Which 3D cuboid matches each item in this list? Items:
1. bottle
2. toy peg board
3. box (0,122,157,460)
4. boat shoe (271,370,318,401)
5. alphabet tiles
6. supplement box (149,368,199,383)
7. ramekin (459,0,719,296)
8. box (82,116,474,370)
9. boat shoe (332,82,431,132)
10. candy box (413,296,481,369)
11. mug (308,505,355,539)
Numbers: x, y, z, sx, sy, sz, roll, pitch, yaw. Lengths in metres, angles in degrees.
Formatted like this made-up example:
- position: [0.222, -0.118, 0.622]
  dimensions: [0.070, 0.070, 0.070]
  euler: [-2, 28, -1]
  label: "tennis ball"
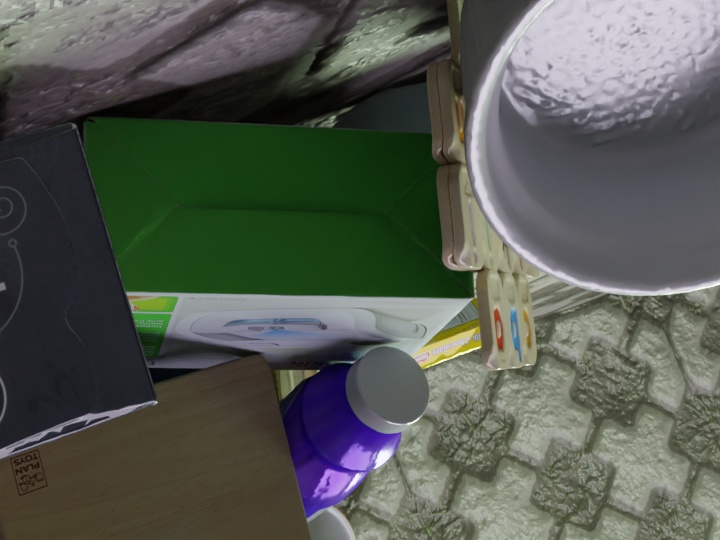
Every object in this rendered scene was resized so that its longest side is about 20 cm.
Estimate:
- position: [-0.028, 0.105, 0.912]
  dimensions: [0.200, 0.065, 0.084]
  euler: [-42, -167, 51]
  label: "bottle"
- position: [-0.127, 0.168, 0.815]
  dimensions: [0.098, 0.200, 0.200]
  euler: [-14, 180, 40]
  label: "toy peg board"
- position: [-0.176, 0.016, 0.675]
  dimensions: [0.106, 0.123, 0.200]
  euler: [-18, -176, -21]
  label: "box"
- position: [-0.043, 0.061, 1.127]
  dimensions: [0.063, 0.202, 0.073]
  euler: [-17, -155, -12]
  label: "boat shoe"
- position: [0.066, -0.047, 0.792]
  dimensions: [0.015, 0.197, 0.200]
  euler: [-7, 176, 16]
  label: "alphabet tiles"
- position: [-0.187, 0.110, 0.999]
  dimensions: [0.134, 0.201, 0.200]
  euler: [28, 147, -22]
  label: "supplement box"
- position: [0.139, -0.094, 0.692]
  dimensions: [0.199, 0.098, 0.201]
  euler: [-4, 130, -5]
  label: "ramekin"
- position: [-0.057, -0.009, 0.839]
  dimensions: [0.199, 0.097, 0.177]
  euler: [2, 163, -13]
  label: "box"
- position: [0.070, -0.086, 0.951]
  dimensions: [0.199, 0.071, 0.091]
  euler: [-24, 168, -1]
  label: "boat shoe"
- position: [0.000, 0.000, 1.015]
  dimensions: [0.102, 0.200, 0.027]
  euler: [-21, 130, -12]
  label: "candy box"
- position: [-0.096, 0.182, 1.121]
  dimensions: [0.133, 0.178, 0.200]
  euler: [-28, -144, -11]
  label: "mug"
